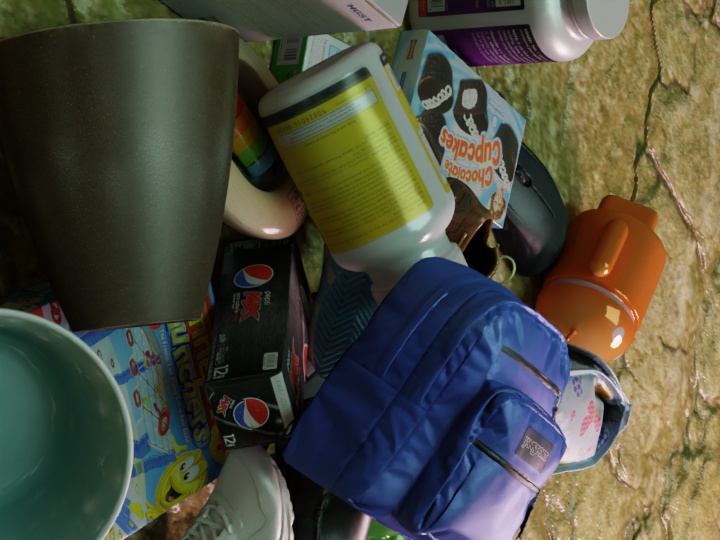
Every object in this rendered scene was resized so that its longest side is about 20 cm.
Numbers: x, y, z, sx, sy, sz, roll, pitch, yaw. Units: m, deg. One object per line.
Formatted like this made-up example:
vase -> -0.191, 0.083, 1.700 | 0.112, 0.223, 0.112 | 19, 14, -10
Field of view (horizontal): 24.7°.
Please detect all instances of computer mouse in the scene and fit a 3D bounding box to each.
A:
computer mouse -> 0.166, -0.072, 1.698 | 0.201, 0.052, 0.139 | 56, 51, -36

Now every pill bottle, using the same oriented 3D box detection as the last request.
pill bottle -> 0.150, -0.252, 1.556 | 0.112, 0.198, 0.114 | -4, 95, -50
pill bottle -> 0.008, -0.071, 1.314 | 0.112, 0.111, 0.202 | -37, 104, -43

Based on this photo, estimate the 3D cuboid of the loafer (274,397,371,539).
loafer -> -0.022, 0.197, 1.335 | 0.072, 0.072, 0.203 | 8, 67, -49

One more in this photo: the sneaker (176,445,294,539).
sneaker -> -0.119, 0.230, 1.310 | 0.099, 0.078, 0.202 | -5, 120, -41

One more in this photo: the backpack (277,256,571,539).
backpack -> 0.073, 0.107, 1.241 | 0.201, 0.167, 0.162 | -58, 143, -6

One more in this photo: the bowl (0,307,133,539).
bowl -> -0.260, 0.112, 1.115 | 0.198, 0.105, 0.204 | -4, 104, -17

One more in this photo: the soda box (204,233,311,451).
soda box -> -0.079, 0.053, 1.317 | 0.201, 0.062, 0.071 | -88, 166, -57

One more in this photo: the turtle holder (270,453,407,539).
turtle holder -> -0.001, 0.193, 1.465 | 0.183, 0.141, 0.134 | -8, 81, -10

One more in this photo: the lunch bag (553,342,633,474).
lunch bag -> 0.146, 0.119, 1.589 | 0.199, 0.168, 0.129 | 2, 101, -50

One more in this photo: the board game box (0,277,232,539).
board game box -> -0.188, 0.093, 1.273 | 0.195, 0.055, 0.203 | -30, 114, -46

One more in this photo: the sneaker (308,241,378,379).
sneaker -> 0.000, 0.000, 1.409 | 0.076, 0.081, 0.202 | 20, 76, -16

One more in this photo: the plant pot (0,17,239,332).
plant pot -> -0.167, -0.061, 1.169 | 0.186, 0.185, 0.203 | -5, 88, -50

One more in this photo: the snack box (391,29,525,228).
snack box -> 0.087, -0.129, 1.548 | 0.199, 0.037, 0.118 | 32, 67, -52

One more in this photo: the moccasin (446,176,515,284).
moccasin -> 0.100, -0.009, 1.556 | 0.074, 0.077, 0.202 | -41, 156, -25

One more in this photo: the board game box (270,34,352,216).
board game box -> -0.009, -0.118, 1.492 | 0.199, 0.040, 0.155 | 21, 76, -49

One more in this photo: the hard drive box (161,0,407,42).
hard drive box -> -0.078, -0.250, 1.278 | 0.155, 0.198, 0.078 | 32, 68, -47

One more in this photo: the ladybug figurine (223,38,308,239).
ladybug figurine -> -0.110, -0.107, 1.335 | 0.201, 0.071, 0.136 | 59, 41, -26

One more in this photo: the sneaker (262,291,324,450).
sneaker -> -0.054, 0.091, 1.442 | 0.199, 0.074, 0.088 | -36, 137, -37

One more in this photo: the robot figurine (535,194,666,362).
robot figurine -> 0.257, 0.017, 1.766 | 0.116, 0.143, 0.201 | 39, 59, -19
